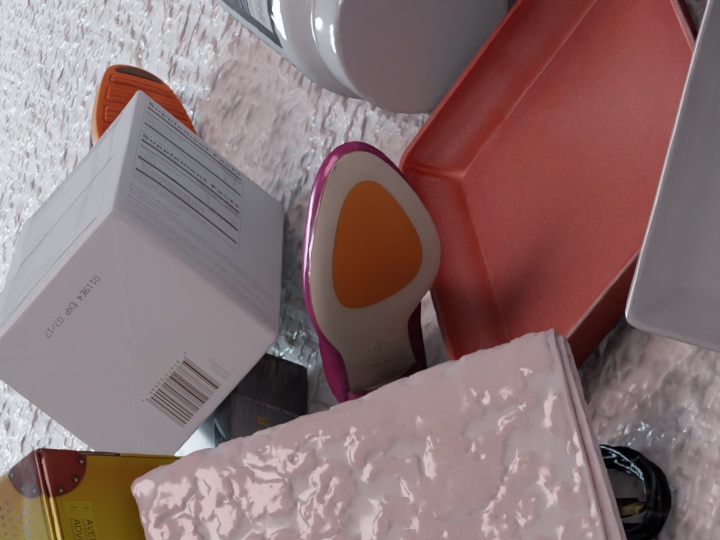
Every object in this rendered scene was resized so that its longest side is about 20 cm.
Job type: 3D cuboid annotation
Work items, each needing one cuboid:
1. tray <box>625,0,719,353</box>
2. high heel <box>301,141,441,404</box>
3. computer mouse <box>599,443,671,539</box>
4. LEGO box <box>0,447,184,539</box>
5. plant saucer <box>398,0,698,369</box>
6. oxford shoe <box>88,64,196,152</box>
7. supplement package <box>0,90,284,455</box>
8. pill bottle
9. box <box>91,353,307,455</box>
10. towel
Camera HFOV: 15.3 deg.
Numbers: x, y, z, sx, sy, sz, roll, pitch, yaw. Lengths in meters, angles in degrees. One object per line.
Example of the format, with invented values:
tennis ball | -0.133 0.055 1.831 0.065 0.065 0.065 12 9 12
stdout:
tray | 0.173 -0.060 1.040 0.022 0.107 0.201 164 122 -78
high heel | 0.000 0.000 1.264 0.067 0.200 0.096 -24 44 -5
computer mouse | 0.067 0.110 1.197 0.200 0.034 0.059 -23 53 54
LEGO box | -0.082 0.185 1.186 0.077 0.149 0.200 -37 57 41
plant saucer | 0.099 -0.049 1.233 0.200 0.037 0.200 -53 32 31
oxford shoe | -0.140 -0.039 1.624 0.073 0.071 0.200 -52 33 41
supplement package | -0.116 0.004 1.428 0.114 0.109 0.200 -47 14 16
pill bottle | -0.005 -0.154 1.403 0.113 0.113 0.200 -65 29 11
box | -0.102 0.151 1.460 0.200 0.048 0.159 -35 45 48
towel | 0.015 0.140 1.112 0.200 0.032 0.191 -20 66 11
